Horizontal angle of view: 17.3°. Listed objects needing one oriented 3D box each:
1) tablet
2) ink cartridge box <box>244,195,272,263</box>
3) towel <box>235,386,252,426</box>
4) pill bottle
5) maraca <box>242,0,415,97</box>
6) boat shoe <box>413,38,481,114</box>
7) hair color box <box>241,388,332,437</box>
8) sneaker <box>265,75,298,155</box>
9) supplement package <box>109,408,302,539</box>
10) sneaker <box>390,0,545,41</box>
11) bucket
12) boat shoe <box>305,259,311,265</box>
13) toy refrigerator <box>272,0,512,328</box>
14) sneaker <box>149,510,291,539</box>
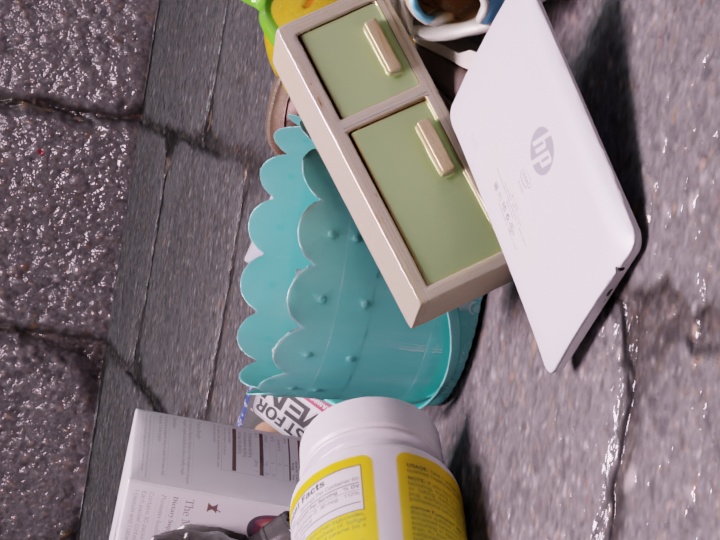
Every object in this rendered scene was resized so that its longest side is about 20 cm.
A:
[{"bbox_3d":[0.103,-0.056,1.374,0.130,0.014,0.200,117,142,-48],"label":"tablet"},{"bbox_3d":[-0.028,-0.102,1.916,0.200,0.050,0.162,118,174,-60],"label":"ink cartridge box"},{"bbox_3d":[-0.059,0.052,1.978,0.145,0.024,0.200,-51,-15,-48],"label":"towel"},{"bbox_3d":[0.013,0.183,1.513,0.200,0.114,0.114,-95,18,-48],"label":"pill bottle"},{"bbox_3d":[-0.014,-0.167,1.685,0.200,0.137,0.107,45,121,39],"label":"maraca"},{"bbox_3d":[0.075,-0.115,1.536,0.200,0.072,0.060,-143,64,-69],"label":"boat shoe"},{"bbox_3d":[-0.040,0.145,1.786,0.099,0.061,0.200,34,119,38],"label":"hair color box"},{"bbox_3d":[-0.005,-0.160,1.805,0.200,0.070,0.076,-57,25,14],"label":"sneaker"},{"bbox_3d":[-0.073,0.185,1.682,0.110,0.200,0.114,-95,17,-66],"label":"supplement package"},{"bbox_3d":[0.044,-0.188,1.524,0.200,0.081,0.077,-1,120,56],"label":"sneaker"},{"bbox_3d":[0.000,0.000,1.638,0.207,0.135,0.207,-172,90,-78],"label":"bucket"},{"bbox_3d":[0.008,-0.066,1.747,0.071,0.091,0.200,-118,38,-69],"label":"boat shoe"},{"bbox_3d":[0.022,-0.073,1.497,0.200,0.076,0.070,63,169,12],"label":"toy refrigerator"},{"bbox_3d":[-0.054,0.242,1.590,0.200,0.104,0.060,57,-175,3],"label":"sneaker"}]
